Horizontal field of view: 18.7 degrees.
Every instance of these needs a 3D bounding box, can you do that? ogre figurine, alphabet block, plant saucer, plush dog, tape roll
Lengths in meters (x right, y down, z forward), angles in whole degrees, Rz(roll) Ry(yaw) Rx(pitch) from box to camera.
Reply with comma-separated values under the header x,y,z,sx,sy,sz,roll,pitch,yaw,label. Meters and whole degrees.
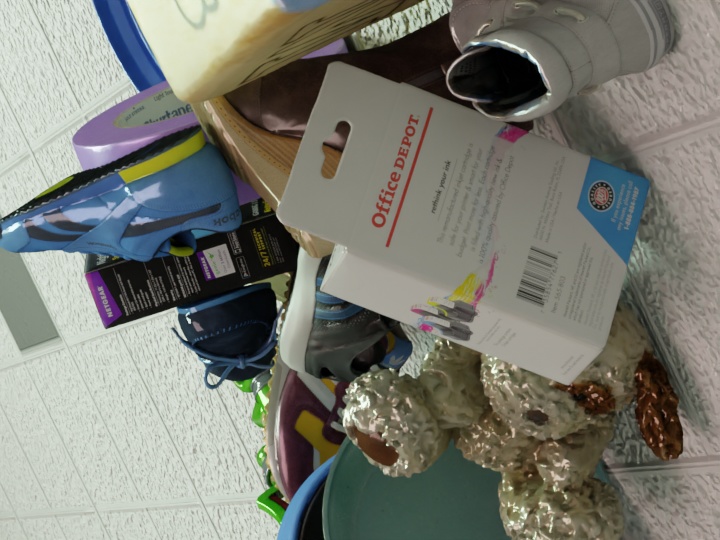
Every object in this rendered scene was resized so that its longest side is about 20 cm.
x,y,z,sx,sy,sz,roll,pitch,yaw,label
-0.047,0.164,1.822,0.120,0.098,0.200,-127,34,-49,ogre figurine
-0.037,-0.235,1.255,0.196,0.196,0.200,64,157,2,alphabet block
0.071,0.171,1.452,0.200,0.200,0.036,56,159,16,plant saucer
0.114,0.066,1.371,0.200,0.161,0.172,32,142,-9,plush dog
-0.095,-0.096,1.511,0.200,0.200,0.066,9,123,62,tape roll

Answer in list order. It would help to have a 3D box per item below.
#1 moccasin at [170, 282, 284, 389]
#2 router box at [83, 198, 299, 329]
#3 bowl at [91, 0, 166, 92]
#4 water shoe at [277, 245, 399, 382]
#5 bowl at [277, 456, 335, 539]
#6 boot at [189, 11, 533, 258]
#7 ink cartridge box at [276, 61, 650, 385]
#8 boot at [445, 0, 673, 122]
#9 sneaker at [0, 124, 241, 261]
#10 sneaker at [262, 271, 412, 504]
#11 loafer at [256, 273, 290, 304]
x,y,z,sx,sy,sz,roll,pitch,yaw,label
-0.084,0.048,1.617,0.200,0.080,0.068,13,-116,-81,moccasin
-0.122,-0.034,1.609,0.200,0.149,0.051,-104,-4,-70,router box
-0.154,-0.207,1.720,0.201,0.039,0.201,45,151,34,bowl
0.000,0.000,1.456,0.079,0.072,0.200,20,141,4,water shoe
0.043,0.201,1.483,0.201,0.200,0.039,56,159,16,bowl
-0.010,-0.113,1.368,0.200,0.166,0.072,51,168,24,boot
0.053,-0.028,1.262,0.200,0.115,0.068,21,155,-6,ink cartridge box
0.082,-0.130,1.242,0.200,0.095,0.074,9,122,62,boot
-0.160,-0.029,1.416,0.200,0.066,0.079,-17,108,37,sneaker
-0.011,0.075,1.569,0.090,0.075,0.200,4,85,23,sneaker
-0.079,-0.015,1.729,0.200,0.067,0.076,46,152,34,loafer
